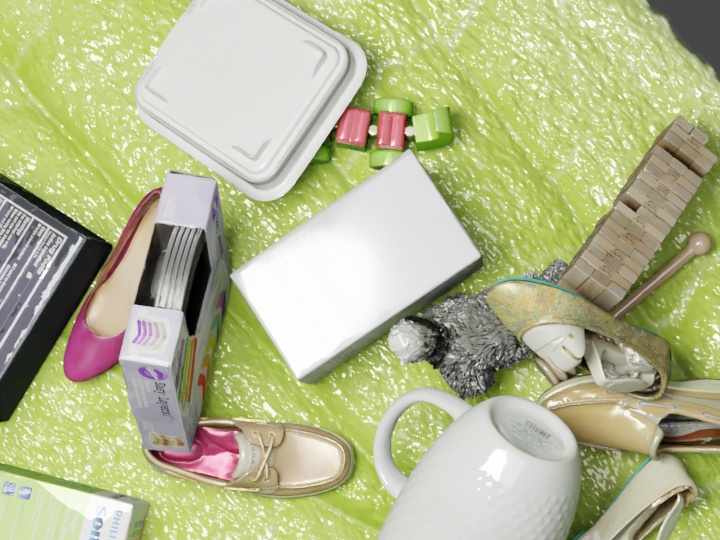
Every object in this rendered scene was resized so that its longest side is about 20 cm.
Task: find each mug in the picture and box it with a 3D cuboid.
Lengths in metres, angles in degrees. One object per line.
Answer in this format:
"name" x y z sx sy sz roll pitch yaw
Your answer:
"mug" 0.093 0.188 1.495 0.200 0.147 0.176 39 121 23

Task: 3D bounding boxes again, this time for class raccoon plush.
"raccoon plush" 0.124 0.053 1.509 0.133 0.200 0.097 -27 89 21

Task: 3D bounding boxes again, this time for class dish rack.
"dish rack" -0.111 -0.178 1.585 0.199 0.044 0.172 34 89 27

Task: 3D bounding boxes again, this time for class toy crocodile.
"toy crocodile" -0.012 -0.133 1.596 0.198 0.062 0.068 5 85 5

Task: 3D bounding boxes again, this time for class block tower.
"block tower" 0.249 -0.046 1.539 0.054 0.058 0.200 37 67 1

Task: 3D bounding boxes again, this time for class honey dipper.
"honey dipper" 0.247 0.033 1.579 0.200 0.038 0.038 -39 84 -2

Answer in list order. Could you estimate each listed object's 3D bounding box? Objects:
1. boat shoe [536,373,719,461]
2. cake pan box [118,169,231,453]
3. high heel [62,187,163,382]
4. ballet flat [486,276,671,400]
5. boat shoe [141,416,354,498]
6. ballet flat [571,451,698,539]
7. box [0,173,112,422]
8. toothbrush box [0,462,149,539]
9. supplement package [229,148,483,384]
"boat shoe" 0.257 0.137 1.538 0.198 0.076 0.072 -4 124 4
"cake pan box" -0.160 0.038 1.498 0.052 0.200 0.186 7 61 4
"high heel" -0.225 0.011 1.578 0.067 0.096 0.201 29 85 18
"ballet flat" 0.194 0.064 1.476 0.199 0.071 0.071 23 86 -31
"boat shoe" -0.106 0.172 1.573 0.198 0.069 0.074 2 85 4
"ballet flat" 0.229 0.250 1.542 0.069 0.069 0.200 42 90 6
"box" -0.369 0.007 1.577 0.198 0.123 0.201 32 90 7
"toothbrush box" -0.311 0.260 1.572 0.198 0.086 0.147 13 86 5
"supplement package" 0.000 0.000 1.557 0.199 0.117 0.117 -34 82 1
